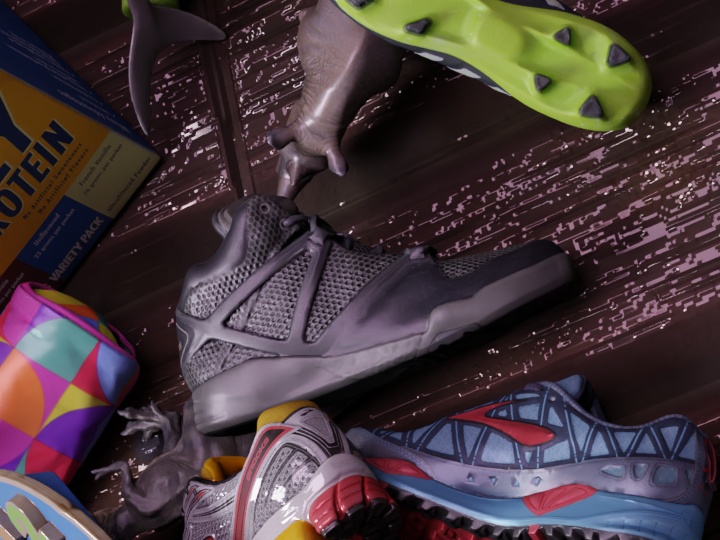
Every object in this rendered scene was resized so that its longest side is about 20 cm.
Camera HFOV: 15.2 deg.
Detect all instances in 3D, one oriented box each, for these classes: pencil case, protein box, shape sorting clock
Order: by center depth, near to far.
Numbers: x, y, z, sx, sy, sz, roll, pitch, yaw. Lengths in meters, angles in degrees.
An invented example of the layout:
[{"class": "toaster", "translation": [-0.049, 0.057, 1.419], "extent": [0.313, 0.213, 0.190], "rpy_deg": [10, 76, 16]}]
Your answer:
[{"class": "shape sorting clock", "translation": [-0.134, 0.183, 1.306], "extent": [0.039, 0.200, 0.200], "rpy_deg": [-31, 49, -29]}, {"class": "pencil case", "translation": [-0.193, 0.105, 1.425], "extent": [0.088, 0.088, 0.200], "rpy_deg": [34, 94, 36]}, {"class": "protein box", "translation": [-0.257, -0.094, 1.459], "extent": [0.135, 0.198, 0.200], "rpy_deg": [-51, 55, 7]}]

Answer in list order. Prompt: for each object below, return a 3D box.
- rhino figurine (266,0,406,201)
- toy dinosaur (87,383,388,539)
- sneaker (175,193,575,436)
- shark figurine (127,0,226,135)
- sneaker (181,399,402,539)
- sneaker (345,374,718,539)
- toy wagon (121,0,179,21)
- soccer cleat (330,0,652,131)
[{"class": "rhino figurine", "translation": [-0.003, -0.118, 1.373], "extent": [0.200, 0.060, 0.087], "rpy_deg": [-65, 10, -2]}, {"class": "toy dinosaur", "translation": [-0.081, 0.084, 1.380], "extent": [0.200, 0.047, 0.088], "rpy_deg": [-30, 43, 1]}, {"class": "sneaker", "translation": [0.000, 0.000, 1.315], "extent": [0.199, 0.076, 0.114], "rpy_deg": [-19, 82, 11]}, {"class": "shark figurine", "translation": [-0.095, -0.170, 1.382], "extent": [0.214, 0.128, 0.090], "rpy_deg": [-44, 20, 43]}, {"class": "sneaker", "translation": [-0.051, 0.133, 1.295], "extent": [0.200, 0.078, 0.082], "rpy_deg": [-50, 59, 41]}, {"class": "sneaker", "translation": [0.081, 0.095, 1.274], "extent": [0.200, 0.079, 0.096], "rpy_deg": [9, 58, 32]}, {"class": "toy wagon", "translation": [-0.072, -0.228, 1.490], "extent": [0.200, 0.040, 0.155], "rpy_deg": [-14, 66, 28]}, {"class": "soccer cleat", "translation": [0.051, -0.126, 1.312], "extent": [0.200, 0.081, 0.068], "rpy_deg": [32, 93, 4]}]
